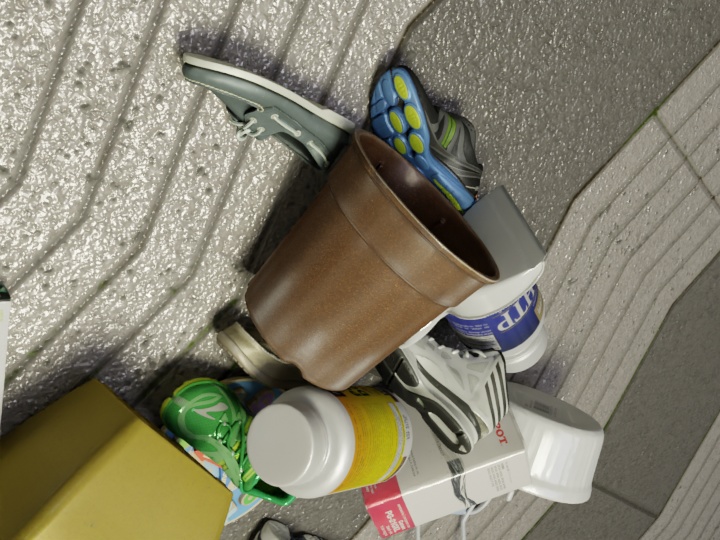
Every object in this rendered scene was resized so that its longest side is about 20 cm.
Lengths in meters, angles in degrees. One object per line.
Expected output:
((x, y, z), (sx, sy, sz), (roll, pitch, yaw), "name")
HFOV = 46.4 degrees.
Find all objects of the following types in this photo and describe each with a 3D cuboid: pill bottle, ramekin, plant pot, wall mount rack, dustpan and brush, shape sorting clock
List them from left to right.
((-0.239, 0.223, 0.780), (0.177, 0.199, 0.200), (-50, 122, -16), "plant pot")
((-0.153, 0.212, 0.956), (0.198, 0.039, 0.202), (-19, 126, -28), "shape sorting clock")
((-0.031, 0.176, 0.877), (0.110, 0.109, 0.199), (-61, 152, 8), "pill bottle")
((0.000, 0.000, 0.842), (0.198, 0.201, 0.200), (-44, 136, 16), "plant pot")
((0.142, 0.377, 1.257), (0.199, 0.074, 0.175), (20, 102, -42), "wall mount rack")
((0.108, 0.016, 0.917), (0.199, 0.140, 0.057), (-36, 130, 13), "dustpan and brush")
((0.162, 0.037, 1.042), (0.120, 0.120, 0.200), (-44, 134, -8), "pill bottle")
((0.240, 0.230, 1.168), (0.199, 0.200, 0.099), (13, 100, -41), "ramekin")

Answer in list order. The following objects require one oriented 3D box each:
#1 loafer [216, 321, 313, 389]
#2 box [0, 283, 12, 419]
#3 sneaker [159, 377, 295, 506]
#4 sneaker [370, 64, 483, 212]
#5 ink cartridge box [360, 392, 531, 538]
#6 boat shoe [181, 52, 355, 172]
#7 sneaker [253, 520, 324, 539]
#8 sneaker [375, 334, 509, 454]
((-0.079, 0.090, 0.923), (0.069, 0.075, 0.200), (-55, 143, 1), "loafer")
((-0.399, 0.086, 0.694), (0.198, 0.036, 0.146), (-3, 117, -38), "box")
((-0.127, 0.182, 0.885), (0.074, 0.083, 0.200), (-51, 127, -12), "sneaker")
((0.076, -0.148, 0.914), (0.200, 0.070, 0.083), (48, 59, -41), "sneaker")
((0.092, 0.215, 1.028), (0.198, 0.146, 0.085), (-20, 134, 1), "ink cartridge box")
((-0.086, -0.143, 0.778), (0.199, 0.073, 0.062), (16, 101, -47), "boat shoe")
((-0.090, 0.419, 1.100), (0.130, 0.079, 0.199), (-51, 134, 0), "sneaker")
((0.097, 0.111, 1.000), (0.115, 0.201, 0.076), (-31, 160, -28), "sneaker")
